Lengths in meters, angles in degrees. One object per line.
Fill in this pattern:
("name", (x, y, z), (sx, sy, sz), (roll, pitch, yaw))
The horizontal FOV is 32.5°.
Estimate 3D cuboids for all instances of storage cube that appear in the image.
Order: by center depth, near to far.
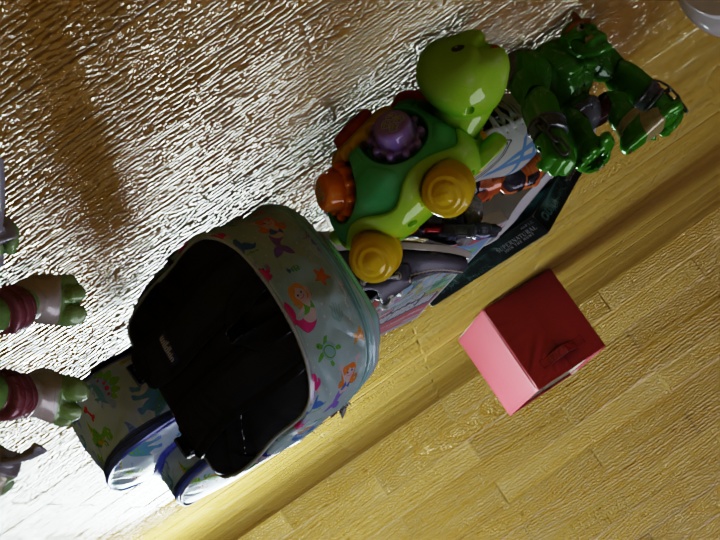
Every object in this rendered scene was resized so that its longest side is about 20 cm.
("storage cube", (0.318, 0.134, 2.309), (0.170, 0.180, 0.200), (-30, 166, -21))

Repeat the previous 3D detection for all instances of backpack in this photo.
("backpack", (-0.075, 0.047, 0.963), (0.150, 0.178, 0.200), (-27, 168, -36))
("backpack", (-0.153, 0.124, 1.122), (0.199, 0.148, 0.183), (-26, 163, -22))

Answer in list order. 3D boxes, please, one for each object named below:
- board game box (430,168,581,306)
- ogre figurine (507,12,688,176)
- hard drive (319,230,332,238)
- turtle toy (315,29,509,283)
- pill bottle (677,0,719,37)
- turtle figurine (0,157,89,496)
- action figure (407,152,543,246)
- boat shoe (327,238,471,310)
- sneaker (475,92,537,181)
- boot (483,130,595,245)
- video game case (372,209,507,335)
("board game box", (0.160, -0.046, 1.411), (0.200, 0.028, 0.135), (-36, -167, 44))
("ogre figurine", (0.190, -0.148, 1.058), (0.199, 0.120, 0.098), (-31, 163, -24))
("hard drive", (-0.057, 0.067, 1.208), (0.026, 0.133, 0.200), (3, 152, -20))
("turtle toy", (0.041, -0.090, 0.926), (0.200, 0.101, 0.146), (-43, -173, 22))
("pill bottle", (0.333, -0.252, 1.058), (0.112, 0.113, 0.200), (-40, 166, 26))
("turtle figurine", (-0.206, 0.051, 0.723), (0.199, 0.145, 0.194), (-34, 172, 14))
("action figure", (0.083, -0.083, 1.172), (0.192, 0.105, 0.199), (-19, -169, -32))
("boat shoe", (0.008, 0.004, 1.114), (0.198, 0.063, 0.073), (0, -179, -25))
("sneaker", (0.104, -0.118, 1.072), (0.199, 0.072, 0.073), (-29, 158, -39))
("boot", (0.174, -0.096, 1.321), (0.095, 0.074, 0.200), (-23, 165, -43))
("video game case", (0.055, 0.017, 1.289), (0.142, 0.018, 0.200), (-24, 162, -41))
